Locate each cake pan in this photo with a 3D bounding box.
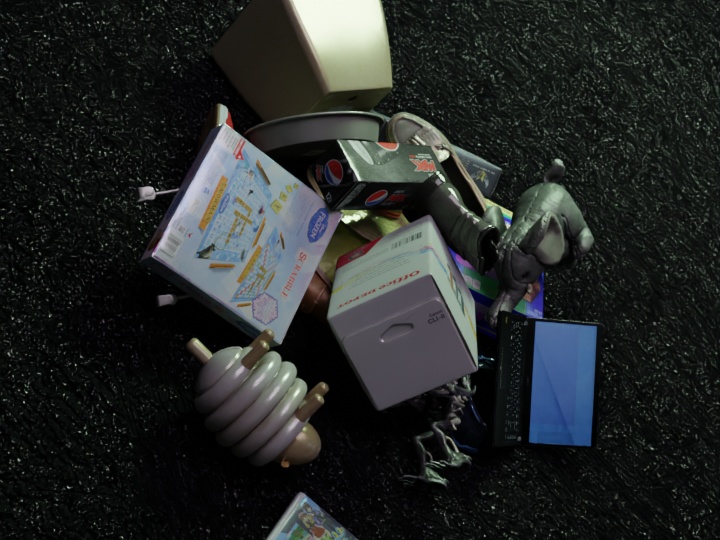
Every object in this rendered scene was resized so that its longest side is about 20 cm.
[{"bbox_3d":[-0.063,-0.182,1.795,0.199,0.199,0.037,-3,84,-38],"label":"cake pan"}]

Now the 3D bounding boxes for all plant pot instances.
[{"bbox_3d":[-0.067,-0.304,1.895,0.199,0.199,0.178,-13,72,-42],"label":"plant pot"}]

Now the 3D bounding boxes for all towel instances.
[{"bbox_3d":[0.000,0.000,1.765,0.199,0.018,0.087,34,81,-8],"label":"towel"}]

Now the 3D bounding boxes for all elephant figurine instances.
[{"bbox_3d":[0.232,-0.035,1.794,0.199,0.141,0.156,-25,77,-50],"label":"elephant figurine"}]

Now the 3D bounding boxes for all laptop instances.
[{"bbox_3d":[0.252,0.150,1.730,0.200,0.102,0.180,17,76,-67],"label":"laptop"}]

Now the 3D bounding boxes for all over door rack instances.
[{"bbox_3d":[-0.189,-0.041,1.622,0.198,0.066,0.149,-10,86,-33],"label":"over door rack"}]

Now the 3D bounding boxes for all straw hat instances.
[{"bbox_3d":[0.025,-0.120,1.827,0.200,0.085,0.202,31,21,-13],"label":"straw hat"}]

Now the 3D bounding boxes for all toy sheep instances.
[{"bbox_3d":[-0.123,0.148,1.490,0.200,0.138,0.138,46,41,-3],"label":"toy sheep"}]

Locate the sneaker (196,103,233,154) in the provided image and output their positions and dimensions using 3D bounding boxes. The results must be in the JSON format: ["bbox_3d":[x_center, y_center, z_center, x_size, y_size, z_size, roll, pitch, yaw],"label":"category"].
[{"bbox_3d":[-0.161,-0.132,1.753,0.111,0.071,0.202,12,56,-24],"label":"sneaker"}]

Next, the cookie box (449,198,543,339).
[{"bbox_3d":[0.184,-0.008,1.902,0.170,0.075,0.201,25,43,-15],"label":"cookie box"}]

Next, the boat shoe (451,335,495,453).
[{"bbox_3d":[0.160,0.151,1.749,0.083,0.069,0.202,13,48,-28],"label":"boat shoe"}]

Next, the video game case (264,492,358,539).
[{"bbox_3d":[-0.046,0.373,1.438,0.182,0.023,0.200,40,42,-1],"label":"video game case"}]

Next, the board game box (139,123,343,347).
[{"bbox_3d":[-0.142,-0.042,1.587,0.199,0.041,0.201,37,64,-22],"label":"board game box"}]

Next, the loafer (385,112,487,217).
[{"bbox_3d":[0.116,-0.144,1.829,0.200,0.072,0.063,48,-1,-12],"label":"loafer"}]

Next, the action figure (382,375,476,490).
[{"bbox_3d":[0.092,0.172,1.649,0.101,0.119,0.202,24,49,-26],"label":"action figure"}]

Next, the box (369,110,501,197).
[{"bbox_3d":[0.097,-0.179,1.939,0.198,0.051,0.158,20,8,-17],"label":"box"}]

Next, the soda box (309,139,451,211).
[{"bbox_3d":[0.029,-0.124,1.697,0.199,0.063,0.071,-3,59,-50],"label":"soda box"}]

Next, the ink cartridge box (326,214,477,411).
[{"bbox_3d":[0.056,0.051,1.624,0.146,0.144,0.200,62,14,-19],"label":"ink cartridge box"}]

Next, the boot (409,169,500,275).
[{"bbox_3d":[0.128,-0.038,1.727,0.067,0.200,0.131,-37,70,-13],"label":"boot"}]

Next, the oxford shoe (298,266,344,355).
[{"bbox_3d":[-0.066,0.036,1.698,0.071,0.071,0.201,-30,78,-14],"label":"oxford shoe"}]
